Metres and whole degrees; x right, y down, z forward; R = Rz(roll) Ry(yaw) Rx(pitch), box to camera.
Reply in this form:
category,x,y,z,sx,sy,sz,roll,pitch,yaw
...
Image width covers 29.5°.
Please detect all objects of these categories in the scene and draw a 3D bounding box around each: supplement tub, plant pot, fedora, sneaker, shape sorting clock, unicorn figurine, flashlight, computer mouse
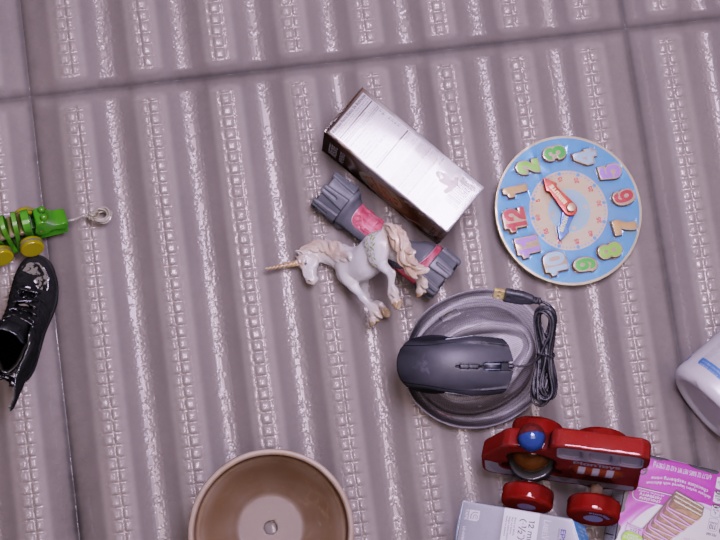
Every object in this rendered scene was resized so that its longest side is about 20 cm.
category,x,y,z,sx,sy,sz,roll,pitch,yaw
supplement tub,0.514,0.115,1.739,0.200,0.132,0.132,-39,87,-7
plant pot,-0.110,0.320,1.686,0.201,0.093,0.201,0,82,-3
fedora,0.154,0.110,1.732,0.200,0.090,0.177,-15,84,-6
sneaker,-0.420,0.074,1.688,0.060,0.104,0.200,10,82,-2
shape sorting clock,0.273,-0.079,1.792,0.200,0.039,0.200,0,83,-4
unicorn figurine,0.000,0.000,1.729,0.200,0.074,0.137,-34,86,31
flashlight,0.033,-0.049,1.756,0.200,0.068,0.068,40,78,1
computer mouse,0.146,0.088,1.663,0.200,0.046,0.141,6,90,6

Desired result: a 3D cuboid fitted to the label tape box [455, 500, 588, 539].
category,x,y,z,sx,sy,sz,roll,pitch,yaw
label tape box,0.227,0.328,1.655,0.200,0.143,0.066,5,78,16

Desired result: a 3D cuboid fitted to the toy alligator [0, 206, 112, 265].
category,x,y,z,sx,sy,sz,roll,pitch,yaw
toy alligator,-0.414,-0.058,1.721,0.200,0.054,0.059,-18,59,-6

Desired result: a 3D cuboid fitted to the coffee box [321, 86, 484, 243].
category,x,y,z,sx,sy,sz,roll,pitch,yaw
coffee box,0.052,-0.132,1.745,0.200,0.114,0.080,39,82,2

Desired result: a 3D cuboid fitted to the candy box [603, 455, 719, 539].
category,x,y,z,sx,sy,sz,roll,pitch,yaw
candy box,0.383,0.341,1.735,0.136,0.061,0.200,13,83,-2

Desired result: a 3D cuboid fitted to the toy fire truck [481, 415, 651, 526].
category,x,y,z,sx,sy,sz,roll,pitch,yaw
toy fire truck,0.248,0.227,1.666,0.200,0.168,0.112,8,64,10
